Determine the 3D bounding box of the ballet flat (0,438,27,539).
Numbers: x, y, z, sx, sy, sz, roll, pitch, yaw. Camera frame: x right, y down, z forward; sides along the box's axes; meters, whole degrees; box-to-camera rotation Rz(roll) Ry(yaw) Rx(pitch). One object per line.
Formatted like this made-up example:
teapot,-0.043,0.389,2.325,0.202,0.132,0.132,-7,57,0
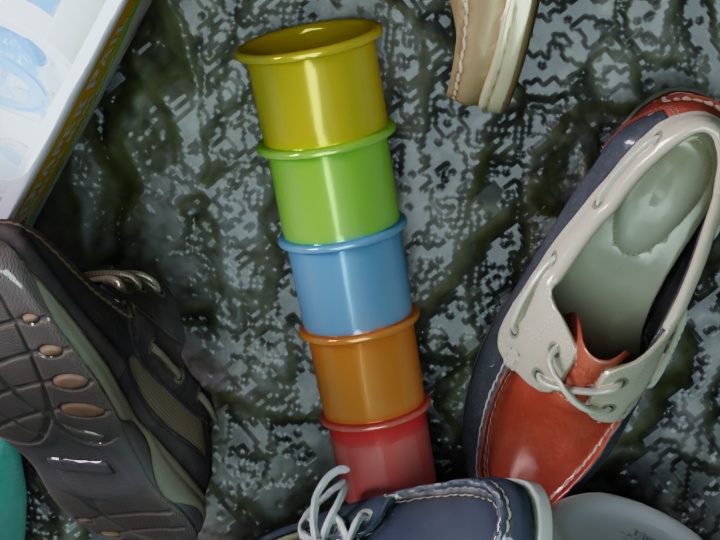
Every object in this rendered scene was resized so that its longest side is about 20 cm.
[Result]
ballet flat,-0.189,0.154,0.898,0.067,0.070,0.200,16,104,0

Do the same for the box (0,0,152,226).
box,-0.154,-0.090,0.817,0.112,0.101,0.200,30,104,-4

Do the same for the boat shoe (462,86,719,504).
boat shoe,0.097,0.020,0.851,0.071,0.063,0.200,25,106,-5

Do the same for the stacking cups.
stacking cups,0.000,0.000,0.858,0.060,0.061,0.200,-11,108,6

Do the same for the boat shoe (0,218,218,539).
boat shoe,-0.109,0.035,0.823,0.074,0.073,0.200,4,147,18

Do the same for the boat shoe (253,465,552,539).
boat shoe,-0.009,0.124,0.844,0.062,0.075,0.200,29,144,-33

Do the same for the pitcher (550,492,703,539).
pitcher,0.054,0.184,0.871,0.171,0.121,0.200,24,116,0

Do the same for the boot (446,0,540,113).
boot,-0.003,-0.162,0.802,0.155,0.073,0.200,2,101,-1
